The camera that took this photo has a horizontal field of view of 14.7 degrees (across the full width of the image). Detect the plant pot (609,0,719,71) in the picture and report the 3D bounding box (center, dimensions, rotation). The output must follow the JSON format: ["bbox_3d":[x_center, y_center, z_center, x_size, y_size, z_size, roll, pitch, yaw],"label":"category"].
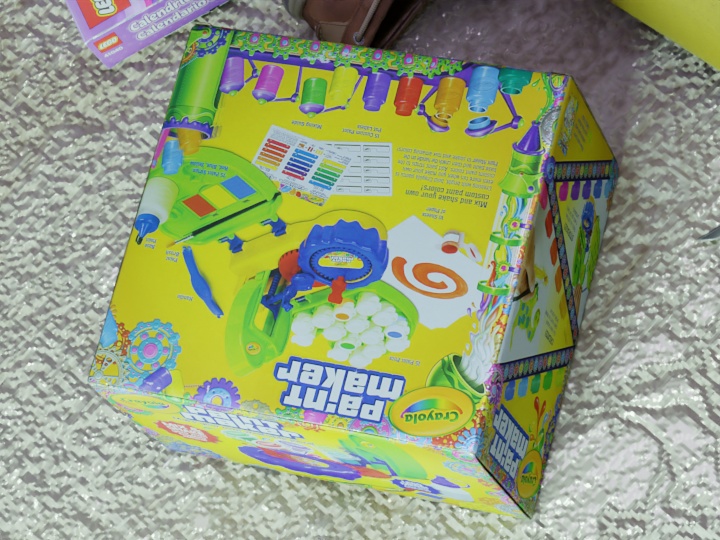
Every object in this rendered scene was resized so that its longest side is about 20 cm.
[{"bbox_3d":[0.210,-0.209,1.320,0.200,0.176,0.200,33,83,3],"label":"plant pot"}]

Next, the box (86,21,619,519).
[{"bbox_3d":[0.000,0.000,1.373,0.200,0.122,0.193,10,74,20],"label":"box"}]

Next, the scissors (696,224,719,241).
[{"bbox_3d":[0.258,-0.065,1.377,0.200,0.014,0.073,-13,69,14],"label":"scissors"}]

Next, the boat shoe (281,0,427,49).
[{"bbox_3d":[0.045,-0.184,1.441,0.200,0.076,0.072,-46,76,27],"label":"boat shoe"}]

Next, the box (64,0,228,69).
[{"bbox_3d":[-0.122,-0.227,1.542,0.137,0.039,0.200,-29,64,6],"label":"box"}]
